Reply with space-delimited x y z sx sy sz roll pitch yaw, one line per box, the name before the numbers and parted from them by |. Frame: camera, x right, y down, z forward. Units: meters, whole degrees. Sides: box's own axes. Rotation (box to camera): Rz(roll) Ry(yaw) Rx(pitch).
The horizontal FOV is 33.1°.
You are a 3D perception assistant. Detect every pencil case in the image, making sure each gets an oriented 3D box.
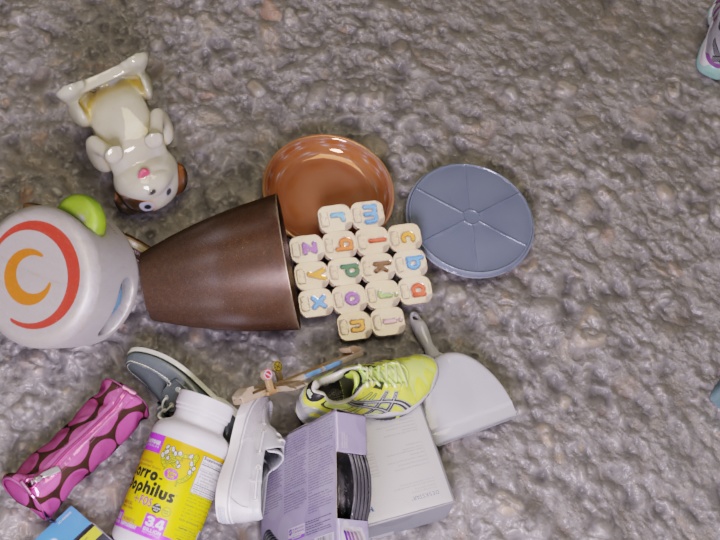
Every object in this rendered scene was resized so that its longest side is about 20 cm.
pencil case | -0.356 0.222 1.537 0.090 0.094 0.200 34 60 13

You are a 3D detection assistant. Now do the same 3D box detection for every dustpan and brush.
dustpan and brush | 0.116 0.140 1.697 0.138 0.057 0.201 -16 73 -20

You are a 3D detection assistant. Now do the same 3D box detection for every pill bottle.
pill bottle | -0.226 0.254 1.509 0.103 0.104 0.202 20 76 1

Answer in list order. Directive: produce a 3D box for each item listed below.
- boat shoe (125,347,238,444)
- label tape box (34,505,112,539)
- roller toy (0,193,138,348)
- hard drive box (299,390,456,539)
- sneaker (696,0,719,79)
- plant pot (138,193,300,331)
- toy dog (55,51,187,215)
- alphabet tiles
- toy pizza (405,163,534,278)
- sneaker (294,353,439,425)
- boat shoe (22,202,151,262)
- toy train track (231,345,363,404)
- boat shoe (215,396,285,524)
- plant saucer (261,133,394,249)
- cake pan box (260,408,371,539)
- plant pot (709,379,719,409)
boat shoe | -0.236 0.175 1.597 0.199 0.073 0.062 35 57 4
label tape box | -0.329 0.401 1.456 0.199 0.066 0.143 32 60 27
roller toy | -0.394 0.010 1.593 0.198 0.140 0.184 -18 83 17
hard drive box | 0.017 0.243 1.602 0.154 0.077 0.201 -11 64 -15
sneaker | 0.637 -0.432 2.043 0.077 0.140 0.201 20 60 1
plant pot | -0.194 0.005 1.650 0.198 0.187 0.188 -10 63 -2
toy dog | -0.333 -0.178 1.730 0.139 0.194 0.201 -25 91 -19
alphabet tiles | 0.000 0.000 1.734 0.194 0.015 0.202 -8 75 -11
toy pizza | 0.163 -0.073 1.826 0.198 0.032 0.202 5 60 -8
sneaker | 0.015 0.153 1.563 0.198 0.077 0.076 -18 65 -19
boat shoe | -0.383 -0.033 1.695 0.198 0.072 0.073 19 90 -9
toy train track | -0.079 0.123 1.542 0.199 0.114 0.033 -18 94 -38
boat shoe | -0.128 0.230 1.513 0.068 0.073 0.201 2 34 9
plant saucer | -0.049 -0.111 1.806 0.198 0.038 0.202 5 60 -8
cake pan box | -0.058 0.284 1.490 0.052 0.200 0.186 12 61 -31
plant pot | 0.650 0.135 1.704 0.196 0.200 0.196 37 62 11
